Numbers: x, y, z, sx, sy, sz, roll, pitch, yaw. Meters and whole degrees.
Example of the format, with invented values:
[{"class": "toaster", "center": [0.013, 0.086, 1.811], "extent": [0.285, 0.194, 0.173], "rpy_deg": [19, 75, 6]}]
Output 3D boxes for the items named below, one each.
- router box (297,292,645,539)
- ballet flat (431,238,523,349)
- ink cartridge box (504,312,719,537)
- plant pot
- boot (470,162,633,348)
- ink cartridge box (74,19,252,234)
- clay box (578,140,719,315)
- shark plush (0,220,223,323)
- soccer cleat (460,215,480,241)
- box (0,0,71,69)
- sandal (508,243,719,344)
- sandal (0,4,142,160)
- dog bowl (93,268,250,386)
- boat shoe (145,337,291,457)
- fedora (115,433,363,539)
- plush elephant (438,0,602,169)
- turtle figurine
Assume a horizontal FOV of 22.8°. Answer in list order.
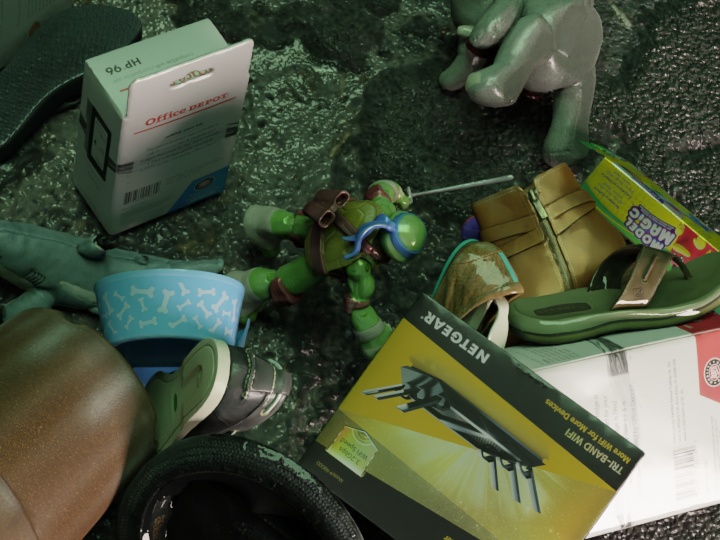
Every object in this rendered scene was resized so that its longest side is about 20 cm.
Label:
[{"class": "router box", "center": [0.080, 0.136, 1.294], "extent": [0.200, 0.052, 0.157], "rpy_deg": [35, 90, 8]}, {"class": "ballet flat", "center": [0.067, 0.071, 1.368], "extent": [0.072, 0.200, 0.068], "rpy_deg": [43, 26, 28]}, {"class": "ink cartridge box", "center": [0.199, 0.121, 1.406], "extent": [0.200, 0.083, 0.147], "rpy_deg": [-10, 104, -20]}, {"class": "plant pot", "center": [-0.262, 0.141, 1.272], "extent": [0.200, 0.200, 0.198], "rpy_deg": [36, 47, 12]}, {"class": "boot", "center": [0.127, 0.013, 1.476], "extent": [0.200, 0.074, 0.155], "rpy_deg": [-27, 84, -15]}, {"class": "ink cartridge box", "center": [-0.163, -0.128, 1.450], "extent": [0.116, 0.200, 0.068], "rpy_deg": [-24, 65, -27]}, {"class": "clay box", "center": [0.266, -0.036, 1.557], "extent": [0.200, 0.048, 0.115], "rpy_deg": [41, 13, 16]}, {"class": "shark plush", "center": [-0.213, 0.001, 1.431], "extent": [0.200, 0.083, 0.091], "rpy_deg": [14, 54, -3]}, {"class": "soccer cleat", "center": [0.179, 0.007, 1.534], "extent": [0.200, 0.067, 0.077], "rpy_deg": [21, 51, -3]}, {"class": "box", "center": [-0.348, -0.233, 1.534], "extent": [0.097, 0.124, 0.200], "rpy_deg": [37, 56, 13]}, {"class": "sandal", "center": [0.211, 0.012, 1.410], "extent": [0.201, 0.057, 0.080], "rpy_deg": [-11, 17, -18]}, {"class": "sandal", "center": [-0.275, -0.165, 1.562], "extent": [0.076, 0.043, 0.200], "rpy_deg": [38, 66, 22]}, {"class": "dog bowl", "center": [-0.141, 0.050, 1.354], "extent": [0.111, 0.200, 0.050], "rpy_deg": [-1, 74, -1]}, {"class": "boat shoe", "center": [-0.116, 0.104, 1.325], "extent": [0.068, 0.200, 0.072], "rpy_deg": [8, 69, -25]}, {"class": "fedora", "center": [-0.076, 0.199, 1.308], "extent": [0.200, 0.201, 0.092], "rpy_deg": [25, 21, 4]}, {"class": "plush elephant", "center": [0.133, -0.215, 1.632], "extent": [0.165, 0.155, 0.200], "rpy_deg": [23, 83, -45]}, {"class": "turtle figurine", "center": [0.000, 0.000, 1.447], "extent": [0.200, 0.194, 0.144], "rpy_deg": [-7, 92, -52]}]
